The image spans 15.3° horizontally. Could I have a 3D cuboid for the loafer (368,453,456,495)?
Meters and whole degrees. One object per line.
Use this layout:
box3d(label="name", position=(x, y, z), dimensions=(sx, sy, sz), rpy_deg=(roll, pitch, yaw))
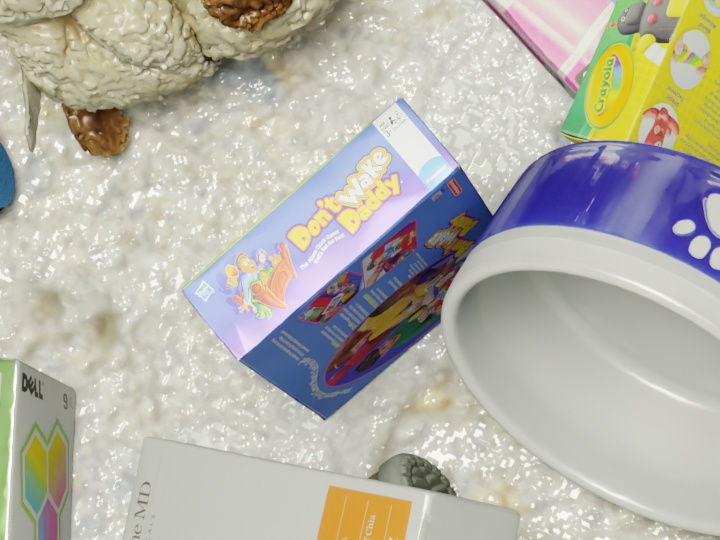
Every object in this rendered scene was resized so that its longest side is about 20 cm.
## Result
box3d(label="loafer", position=(0.033, 0.194, 1.328), dimensions=(0.069, 0.075, 0.201), rpy_deg=(-27, 65, 28))

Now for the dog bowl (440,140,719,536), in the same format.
box3d(label="dog bowl", position=(0.142, 0.034, 1.258), dimensions=(0.199, 0.201, 0.079), rpy_deg=(25, 61, 14))

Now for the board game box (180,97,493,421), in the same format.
box3d(label="board game box", position=(0.000, 0.000, 1.296), dimensions=(0.134, 0.200, 0.045), rpy_deg=(-41, 75, 1))

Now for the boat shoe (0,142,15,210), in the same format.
box3d(label="boat shoe", position=(-0.275, -0.073, 1.391), dimensions=(0.069, 0.199, 0.085), rpy_deg=(-37, 39, 35))

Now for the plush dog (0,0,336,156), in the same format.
box3d(label="plush dog", position=(-0.087, -0.144, 1.366), dimensions=(0.171, 0.200, 0.161), rpy_deg=(-10, 111, 18))

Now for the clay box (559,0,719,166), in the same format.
box3d(label="clay box", position=(0.171, -0.108, 1.326), dimensions=(0.047, 0.115, 0.201), rpy_deg=(20, 83, 42))

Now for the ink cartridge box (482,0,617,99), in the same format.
box3d(label="ink cartridge box", position=(0.090, -0.184, 1.400), dimensions=(0.095, 0.037, 0.200), rpy_deg=(-42, 73, 1))

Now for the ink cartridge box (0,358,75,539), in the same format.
box3d(label="ink cartridge box", position=(-0.187, 0.099, 1.362), dimensions=(0.059, 0.104, 0.201), rpy_deg=(-1, 79, 10))

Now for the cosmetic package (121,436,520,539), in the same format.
box3d(label="cosmetic package", position=(-0.026, 0.145, 1.291), dimensions=(0.199, 0.071, 0.102), rpy_deg=(6, 82, 44))
